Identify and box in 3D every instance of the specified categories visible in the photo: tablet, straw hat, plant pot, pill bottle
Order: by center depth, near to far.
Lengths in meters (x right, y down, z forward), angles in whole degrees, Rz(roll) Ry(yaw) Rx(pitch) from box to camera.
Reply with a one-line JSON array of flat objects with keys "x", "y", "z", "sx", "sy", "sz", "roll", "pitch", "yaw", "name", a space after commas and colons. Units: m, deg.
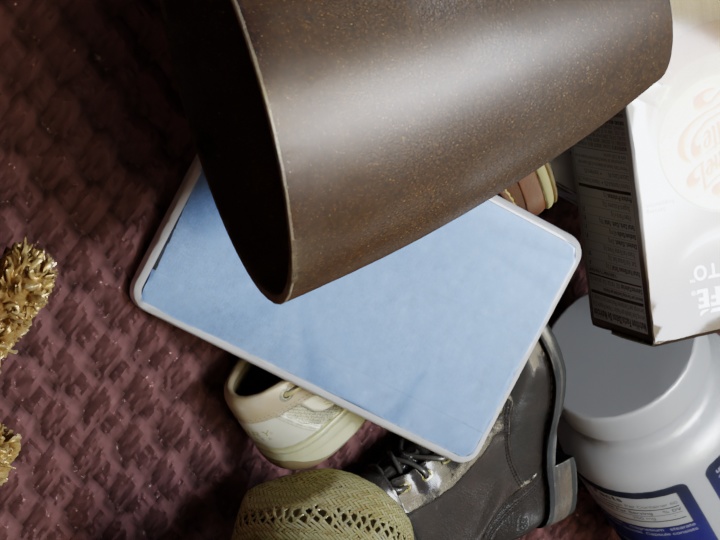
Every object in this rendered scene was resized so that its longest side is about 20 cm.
[{"x": 0.030, "y": -0.102, "z": 1.056, "sx": 0.200, "sy": 0.187, "sz": 0.187, "roll": -17, "pitch": 120, "yaw": -13, "name": "plant pot"}, {"x": 0.000, "y": 0.000, "z": 1.167, "sx": 0.200, "sy": 0.014, "sz": 0.130, "roll": 27, "pitch": 93, "yaw": -18, "name": "tablet"}, {"x": -0.020, "y": 0.148, "z": 1.195, "sx": 0.201, "sy": 0.201, "sz": 0.085, "roll": 48, "pitch": 42, "yaw": -45, "name": "straw hat"}, {"x": 0.182, "y": 0.099, "z": 1.385, "sx": 0.116, "sy": 0.116, "sz": 0.200, "roll": -53, "pitch": 139, "yaw": -16, "name": "pill bottle"}]

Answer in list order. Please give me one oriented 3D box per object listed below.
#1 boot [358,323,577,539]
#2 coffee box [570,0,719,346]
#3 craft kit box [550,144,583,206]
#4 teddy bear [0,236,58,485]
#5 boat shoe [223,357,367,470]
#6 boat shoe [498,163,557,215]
[{"x": 0.030, "y": 0.106, "z": 1.283, "sx": 0.174, "sy": 0.069, "sz": 0.200, "roll": -28, "pitch": 118, "yaw": -25, "name": "boot"}, {"x": 0.175, "y": -0.072, "z": 1.242, "sx": 0.114, "sy": 0.080, "sz": 0.200, "roll": -12, "pitch": 101, "yaw": -18, "name": "coffee box"}, {"x": 0.185, "y": -0.113, "z": 1.308, "sx": 0.197, "sy": 0.049, "sz": 0.200, "roll": 28, "pitch": 86, "yaw": -20, "name": "craft kit box"}, {"x": -0.196, "y": 0.023, "z": 1.014, "sx": 0.145, "sy": 0.067, "sz": 0.200, "roll": 2, "pitch": 104, "yaw": -43, "name": "teddy bear"}, {"x": 0.008, "y": 0.011, "z": 1.216, "sx": 0.200, "sy": 0.072, "sz": 0.065, "roll": -47, "pitch": 135, "yaw": -14, "name": "boat shoe"}, {"x": 0.025, "y": -0.097, "z": 1.176, "sx": 0.068, "sy": 0.072, "sz": 0.200, "roll": -40, "pitch": 114, "yaw": -4, "name": "boat shoe"}]
